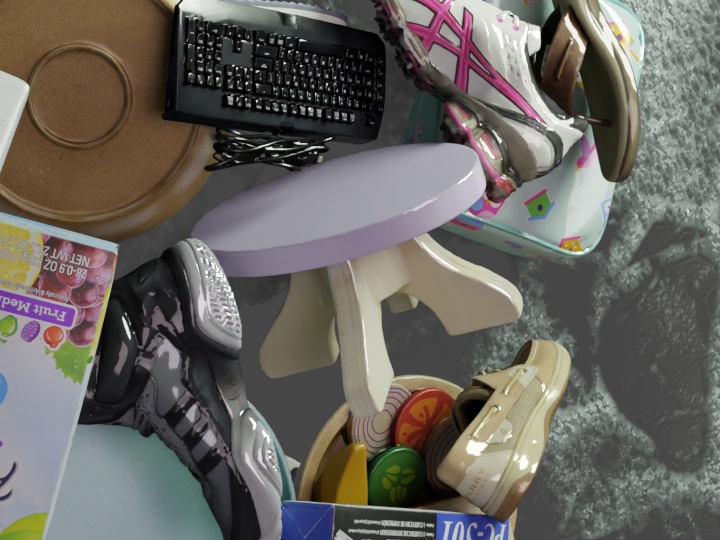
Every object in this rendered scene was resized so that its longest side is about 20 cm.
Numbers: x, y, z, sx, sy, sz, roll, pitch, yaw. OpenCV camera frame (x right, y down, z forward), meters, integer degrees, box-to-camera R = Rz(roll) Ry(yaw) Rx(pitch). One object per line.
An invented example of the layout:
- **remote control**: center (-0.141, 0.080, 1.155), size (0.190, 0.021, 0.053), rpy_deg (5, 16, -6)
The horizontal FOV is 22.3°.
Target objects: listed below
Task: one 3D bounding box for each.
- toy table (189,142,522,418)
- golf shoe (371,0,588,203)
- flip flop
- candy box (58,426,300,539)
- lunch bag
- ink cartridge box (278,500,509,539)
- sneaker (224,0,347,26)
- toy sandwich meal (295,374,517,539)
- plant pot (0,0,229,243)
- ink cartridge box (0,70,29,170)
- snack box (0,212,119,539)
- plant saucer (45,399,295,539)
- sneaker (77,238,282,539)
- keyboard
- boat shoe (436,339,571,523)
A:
- **toy table**: center (0.000, 0.000, 1.199), size (0.184, 0.199, 0.118), rpy_deg (-54, 129, -51)
- **golf shoe**: center (0.071, -0.149, 1.219), size (0.092, 0.073, 0.201), rpy_deg (-32, 88, -1)
- **flip flop**: center (0.140, -0.154, 1.241), size (0.057, 0.081, 0.202), rpy_deg (-19, 95, -8)
- **candy box**: center (-0.141, 0.188, 1.175), size (0.136, 0.061, 0.201), rpy_deg (28, 78, -25)
- **lunch bag**: center (0.112, -0.118, 1.307), size (0.159, 0.077, 0.202), rpy_deg (17, 81, -24)
- **ink cartridge box**: center (0.024, 0.198, 1.160), size (0.199, 0.044, 0.095), rpy_deg (13, 79, -53)
- **sneaker**: center (-0.094, -0.135, 1.192), size (0.198, 0.070, 0.083), rpy_deg (0, 88, -28)
- **toy sandwich meal**: center (0.044, 0.175, 1.276), size (0.204, 0.070, 0.207), rpy_deg (-1, 91, -30)
- **plant pot**: center (-0.174, -0.109, 1.127), size (0.198, 0.027, 0.202), rpy_deg (-3, 106, -10)
- **ink cartridge box**: center (-0.311, -0.063, 1.043), size (0.199, 0.044, 0.175), rpy_deg (22, 73, -12)
- **snack box**: center (-0.234, 0.063, 0.983), size (0.167, 0.068, 0.202), rpy_deg (14, 94, -7)
- **plant saucer**: center (-0.136, 0.156, 1.123), size (0.198, 0.036, 0.202), rpy_deg (1, 88, -27)
- **sneaker**: center (-0.117, 0.089, 1.078), size (0.113, 0.075, 0.202), rpy_deg (-16, 102, -15)
- **keyboard**: center (-0.041, -0.111, 1.160), size (0.199, 0.039, 0.105), rpy_deg (1, 95, -49)
- **boat shoe**: center (0.099, 0.095, 1.268), size (0.064, 0.200, 0.072), rpy_deg (28, 116, 1)
